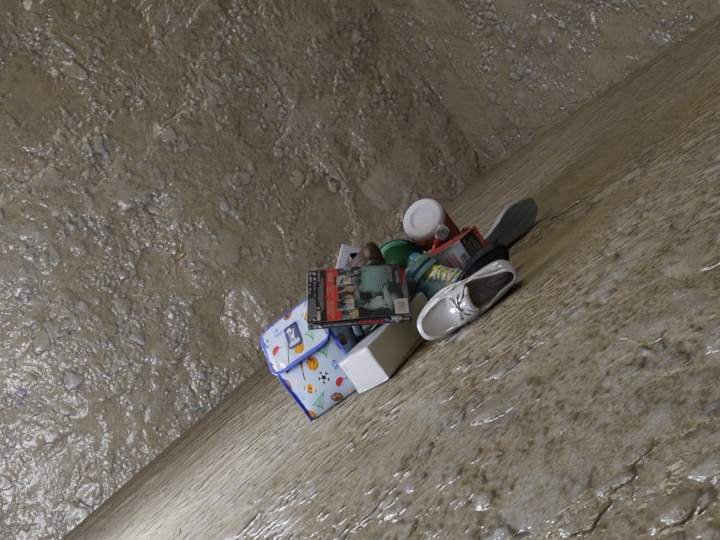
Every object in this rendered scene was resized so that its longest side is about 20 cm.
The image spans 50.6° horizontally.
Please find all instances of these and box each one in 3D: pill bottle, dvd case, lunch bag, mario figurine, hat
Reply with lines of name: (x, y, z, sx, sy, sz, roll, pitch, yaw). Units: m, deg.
pill bottle: (0.194, -0.087, 1.931, 0.111, 0.113, 0.200, -36, -37, 9)
dvd case: (-0.005, 0.048, 1.448, 0.194, 0.022, 0.148, -6, 42, 1)
lunch bag: (-0.088, 0.166, 1.517, 0.168, 0.202, 0.124, -35, 4, 21)
mario figurine: (0.203, -0.037, 1.777, 0.197, 0.109, 0.122, -28, 29, -26)
hat: (0.069, 0.019, 1.831, 0.196, 0.171, 0.175, 3, 10, 33)

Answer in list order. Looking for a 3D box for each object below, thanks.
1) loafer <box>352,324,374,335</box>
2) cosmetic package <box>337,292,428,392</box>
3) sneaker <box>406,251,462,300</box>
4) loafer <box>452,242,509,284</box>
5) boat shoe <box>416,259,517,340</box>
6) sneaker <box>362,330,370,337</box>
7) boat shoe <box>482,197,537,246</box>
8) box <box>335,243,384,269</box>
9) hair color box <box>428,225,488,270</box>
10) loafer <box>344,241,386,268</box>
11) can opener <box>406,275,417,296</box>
loafer: (0.024, 0.080, 1.521, 0.061, 0.074, 0.200, -17, 10, 11)
cosmetic package: (0.058, 0.135, 1.452, 0.200, 0.074, 0.103, -42, 5, -41)
sneaker: (0.159, 0.009, 1.536, 0.079, 0.132, 0.199, -36, 2, -36)
loafer: (0.206, 0.028, 1.383, 0.200, 0.068, 0.070, -45, 13, -13)
boat shoe: (0.179, 0.049, 1.293, 0.198, 0.072, 0.069, -37, 2, 6)
sneaker: (-0.029, 0.205, 1.636, 0.198, 0.075, 0.107, -28, 26, 42)
boat shoe: (0.311, -0.086, 1.683, 0.199, 0.072, 0.062, -42, 7, -15)
box: (-0.016, 0.068, 1.753, 0.153, 0.103, 0.205, 91, -168, -72)
hair color box: (0.196, -0.006, 1.601, 0.061, 0.103, 0.199, -37, 3, -31)
loafer: (0.000, 0.000, 1.599, 0.071, 0.073, 0.200, 5, -24, -27)
can opener: (0.074, 0.033, 1.577, 0.065, 0.055, 0.200, -4, 10, -5)
